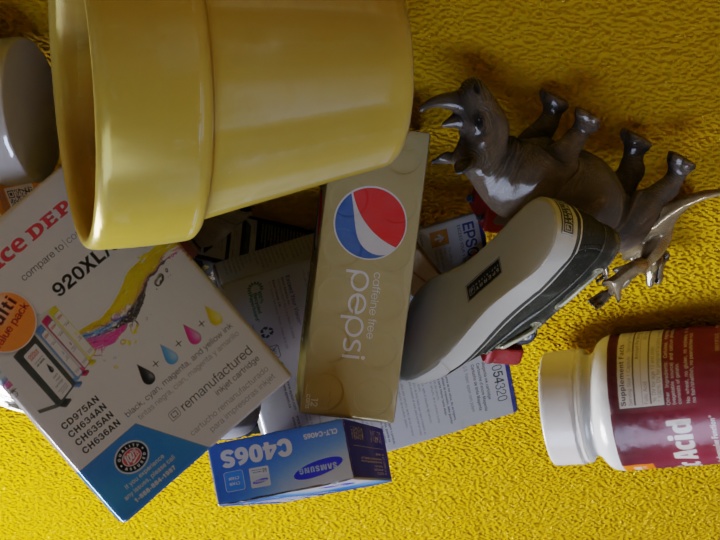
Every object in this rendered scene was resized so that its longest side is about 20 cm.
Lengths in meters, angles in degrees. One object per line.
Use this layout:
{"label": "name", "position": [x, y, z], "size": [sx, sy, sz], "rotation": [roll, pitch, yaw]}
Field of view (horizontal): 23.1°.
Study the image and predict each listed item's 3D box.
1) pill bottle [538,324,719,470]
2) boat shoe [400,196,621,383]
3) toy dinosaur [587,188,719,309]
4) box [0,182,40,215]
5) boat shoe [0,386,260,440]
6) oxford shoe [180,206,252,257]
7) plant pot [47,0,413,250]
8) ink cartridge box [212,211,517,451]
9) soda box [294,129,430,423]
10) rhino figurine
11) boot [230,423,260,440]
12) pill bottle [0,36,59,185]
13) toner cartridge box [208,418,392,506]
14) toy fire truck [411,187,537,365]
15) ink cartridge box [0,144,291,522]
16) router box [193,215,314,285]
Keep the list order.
{"label": "pill bottle", "position": [0.254, 0.105, 1.452], "size": [0.200, 0.114, 0.114], "rotation": [-7, 149, 18]}
{"label": "boat shoe", "position": [0.095, 0.025, 1.191], "size": [0.064, 0.071, 0.200], "rotation": [18, 142, -29]}
{"label": "toy dinosaur", "position": [0.204, -0.026, 1.263], "size": [0.101, 0.058, 0.200], "rotation": [-34, 169, -14]}
{"label": "box", "position": [-0.323, -0.019, 1.265], "size": [0.119, 0.042, 0.200], "rotation": [-22, 176, 37]}
{"label": "boat shoe", "position": [-0.174, 0.093, 1.287], "size": [0.200, 0.071, 0.070], "rotation": [11, 138, -13]}
{"label": "oxford shoe", "position": [-0.136, -0.087, 1.226], "size": [0.075, 0.070, 0.200], "rotation": [-28, 144, 0]}
{"label": "plant pot", "position": [-0.077, -0.119, 1.034], "size": [0.189, 0.201, 0.201], "rotation": [-6, 153, -16]}
{"label": "ink cartridge box", "position": [0.007, 0.053, 1.339], "size": [0.200, 0.043, 0.196], "rotation": [-17, 124, -6]}
{"label": "soda box", "position": [0.000, 0.000, 1.208], "size": [0.068, 0.200, 0.064], "rotation": [7, -177, -6]}
{"label": "rhino figurine", "position": [0.123, -0.071, 1.171], "size": [0.200, 0.087, 0.060], "rotation": [21, -170, -26]}
{"label": "boot", "position": [-0.147, 0.056, 1.352], "size": [0.198, 0.073, 0.163], "rotation": [4, 143, -2]}
{"label": "pill bottle", "position": [-0.305, -0.096, 1.155], "size": [0.200, 0.116, 0.116], "rotation": [-4, 150, 14]}
{"label": "toner cartridge box", "position": [-0.038, 0.137, 1.245], "size": [0.095, 0.043, 0.200], "rotation": [-13, 171, 7]}
{"label": "toy fire truck", "position": [0.061, 0.013, 1.275], "size": [0.141, 0.049, 0.200], "rotation": [6, 118, -16]}
{"label": "ink cartridge box", "position": [-0.171, 0.041, 1.172], "size": [0.200, 0.147, 0.145], "rotation": [50, 171, -4]}
{"label": "router box", "position": [-0.086, 0.030, 1.419], "size": [0.157, 0.052, 0.200], "rotation": [13, 149, -17]}
